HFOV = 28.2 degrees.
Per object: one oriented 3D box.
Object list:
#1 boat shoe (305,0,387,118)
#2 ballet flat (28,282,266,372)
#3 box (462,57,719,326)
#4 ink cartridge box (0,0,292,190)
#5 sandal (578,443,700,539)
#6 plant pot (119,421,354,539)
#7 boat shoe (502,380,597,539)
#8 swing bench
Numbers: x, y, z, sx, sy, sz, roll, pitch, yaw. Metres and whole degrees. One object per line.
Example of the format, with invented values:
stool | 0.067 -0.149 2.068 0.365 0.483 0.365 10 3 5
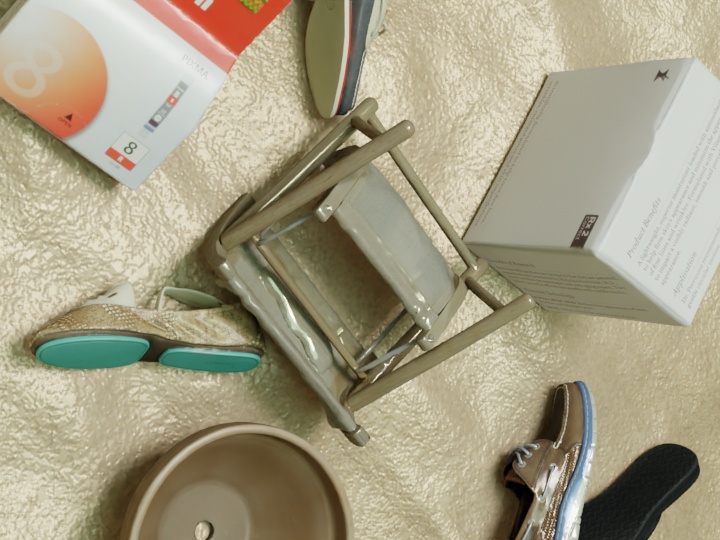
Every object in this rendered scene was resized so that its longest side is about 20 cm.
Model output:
boat shoe | -0.003 -0.225 1.201 0.062 0.071 0.201 -8 117 -30
ballet flat | -0.171 0.045 1.153 0.199 0.070 0.066 7 61 -32
box | 0.231 -0.071 1.291 0.130 0.200 0.200 36 75 -28
ink cartridge box | -0.171 -0.176 1.080 0.162 0.050 0.200 36 117 -26
sandal | 0.260 0.245 1.397 0.200 0.075 0.048 -33 125 -24
plant pot | -0.112 0.221 1.167 0.200 0.093 0.202 -1 91 -30
boat shoe | 0.173 0.194 1.338 0.072 0.072 0.201 14 67 -5
swing bench | 0.000 0.000 1.199 0.200 0.130 0.199 -38 111 -3
